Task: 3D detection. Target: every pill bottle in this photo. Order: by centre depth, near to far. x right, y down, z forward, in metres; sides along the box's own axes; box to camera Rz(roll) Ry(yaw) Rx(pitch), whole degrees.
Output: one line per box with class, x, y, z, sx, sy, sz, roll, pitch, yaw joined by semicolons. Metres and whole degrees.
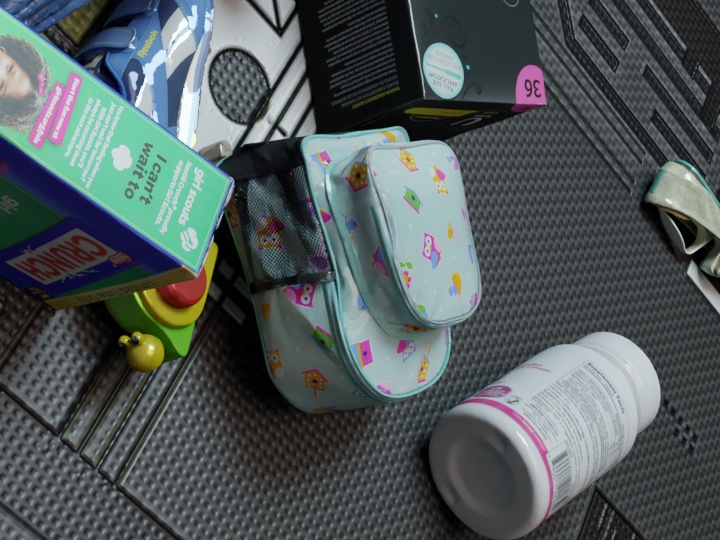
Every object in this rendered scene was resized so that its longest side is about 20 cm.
pill bottle;0.157;0.129;1.182;0.199;0.113;0.115;-25;97;-44

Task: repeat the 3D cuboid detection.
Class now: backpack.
backpack;0.000;0.000;1.037;0.175;0.152;0.203;-14;99;-61

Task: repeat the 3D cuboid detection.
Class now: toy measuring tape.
toy measuring tape;-0.134;-0.023;0.981;0.073;0.073;0.202;34;50;-32

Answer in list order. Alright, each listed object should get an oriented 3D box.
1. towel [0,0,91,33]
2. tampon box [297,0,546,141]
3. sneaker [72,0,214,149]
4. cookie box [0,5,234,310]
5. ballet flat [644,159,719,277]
towel;-0.253;-0.226;0.866;0.111;0.049;0.200;-38;83;-17
tampon box;0.044;-0.216;1.151;0.149;0.126;0.203;-5;83;-43
sneaker;-0.154;-0.148;0.986;0.082;0.074;0.202;17;66;-35
cookie box;-0.204;-0.063;0.850;0.199;0.170;0.076;35;60;-31
ballet flat;0.356;-0.031;1.458;0.200;0.067;0.063;42;82;-23
